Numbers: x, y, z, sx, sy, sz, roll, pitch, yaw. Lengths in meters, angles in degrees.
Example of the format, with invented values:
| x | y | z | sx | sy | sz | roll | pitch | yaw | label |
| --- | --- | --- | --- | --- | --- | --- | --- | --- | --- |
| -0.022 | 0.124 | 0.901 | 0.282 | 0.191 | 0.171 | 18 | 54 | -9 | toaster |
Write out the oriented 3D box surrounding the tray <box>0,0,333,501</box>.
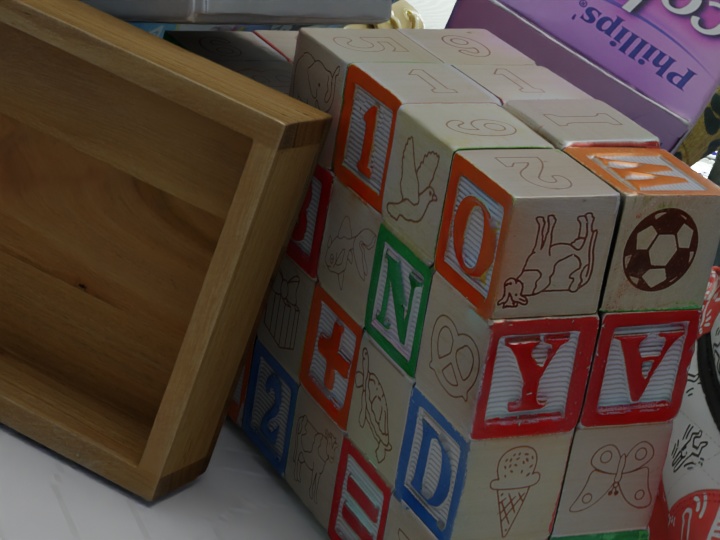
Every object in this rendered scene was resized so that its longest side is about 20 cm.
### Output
| x | y | z | sx | sy | sz | roll | pitch | yaw | label |
| --- | --- | --- | --- | --- | --- | --- | --- | --- | --- |
| -0.114 | -0.032 | 0.565 | 0.199 | 0.099 | 0.037 | 26 | 16 | 17 | tray |

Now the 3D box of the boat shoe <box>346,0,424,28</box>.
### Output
| x | y | z | sx | sy | sz | roll | pitch | yaw | label |
| --- | --- | --- | --- | --- | --- | --- | --- | --- | --- |
| -0.001 | -0.112 | 1.063 | 0.069 | 0.074 | 0.200 | 15 | 14 | 1 | boat shoe |

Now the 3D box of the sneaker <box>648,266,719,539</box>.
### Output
| x | y | z | sx | sy | sz | roll | pitch | yaw | label |
| --- | --- | --- | --- | --- | --- | --- | --- | --- | --- |
| 0.107 | 0.022 | 0.617 | 0.067 | 0.109 | 0.202 | 20 | 21 | -20 | sneaker |

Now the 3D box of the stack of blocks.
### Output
| x | y | z | sx | sy | sz | roll | pitch | yaw | label |
| --- | --- | --- | --- | --- | --- | --- | --- | --- | --- |
| 0.007 | -0.004 | 0.580 | 0.058 | 0.116 | 0.200 | -2 | 24 | -27 | stack of blocks |

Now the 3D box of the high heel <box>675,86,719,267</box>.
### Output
| x | y | z | sx | sy | sz | roll | pitch | yaw | label |
| --- | --- | --- | --- | --- | --- | --- | --- | --- | --- |
| 0.117 | -0.080 | 0.974 | 0.199 | 0.144 | 0.071 | 12 | 17 | -33 | high heel |

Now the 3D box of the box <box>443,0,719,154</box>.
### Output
| x | y | z | sx | sy | sz | roll | pitch | yaw | label |
| --- | --- | --- | --- | --- | --- | --- | --- | --- | --- |
| 0.111 | -0.123 | 0.866 | 0.096 | 0.201 | 0.176 | 31 | -20 | 2 | box |

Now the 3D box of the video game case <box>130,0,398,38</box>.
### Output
| x | y | z | sx | sy | sz | roll | pitch | yaw | label |
| --- | --- | --- | --- | --- | --- | --- | --- | --- | --- |
| -0.010 | -0.121 | 0.810 | 0.199 | 0.143 | 0.018 | -29 | 77 | -27 | video game case |

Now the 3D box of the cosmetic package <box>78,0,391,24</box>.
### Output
| x | y | z | sx | sy | sz | roll | pitch | yaw | label |
| --- | --- | --- | --- | --- | --- | --- | --- | --- | --- |
| -0.086 | -0.125 | 0.635 | 0.199 | 0.108 | 0.090 | 5 | 8 | 39 | cosmetic package |
